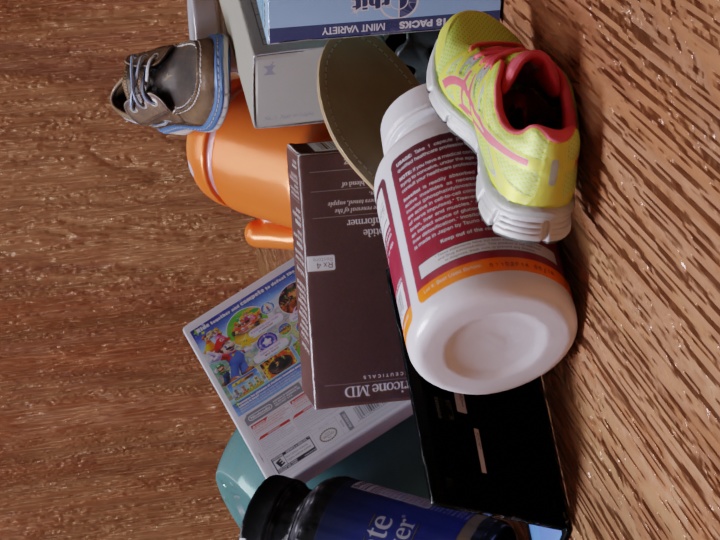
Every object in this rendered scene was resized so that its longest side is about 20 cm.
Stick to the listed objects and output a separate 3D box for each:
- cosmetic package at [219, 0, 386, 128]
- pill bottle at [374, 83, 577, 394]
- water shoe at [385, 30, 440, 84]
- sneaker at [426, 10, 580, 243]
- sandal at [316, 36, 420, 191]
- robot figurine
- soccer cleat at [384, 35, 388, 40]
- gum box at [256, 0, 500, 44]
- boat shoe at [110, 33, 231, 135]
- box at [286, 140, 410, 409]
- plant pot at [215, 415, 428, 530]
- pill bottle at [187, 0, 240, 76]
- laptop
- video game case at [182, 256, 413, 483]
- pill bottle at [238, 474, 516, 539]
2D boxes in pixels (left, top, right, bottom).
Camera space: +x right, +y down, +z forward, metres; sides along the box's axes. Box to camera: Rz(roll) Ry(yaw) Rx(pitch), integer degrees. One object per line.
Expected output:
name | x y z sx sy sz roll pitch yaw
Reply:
cosmetic package | -0.051 -0.203 1.583 0.073 0.103 0.201 94 166 -44
pill bottle | 0.071 -0.028 1.368 0.113 0.112 0.201 94 168 -50
water shoe | 0.045 -0.160 1.588 0.200 0.078 0.072 109 155 -72
sneaker | 0.099 -0.111 1.290 0.201 0.078 0.091 -111 25 -45
sandal | 0.031 -0.075 1.511 0.212 0.077 0.070 54 167 -1
robot figurine | -0.065 -0.095 1.729 0.199 0.117 0.144 19 153 36
soccer cleat | 0.041 -0.228 1.695 0.064 0.084 0.201 25 147 36
gum box | 0.001 -0.240 1.522 0.201 0.169 0.045 -105 12 -52
boat shoe | -0.155 -0.144 1.656 0.200 0.072 0.073 156 115 -69
box | 0.000 0.000 1.592 0.075 0.099 0.202 -130 35 -76
plant pot | -0.026 0.179 1.765 0.201 0.161 0.201 48 161 22
pill bottle | -0.049 -0.217 1.798 0.112 0.198 0.113 175 90 -82
laptop | 0.077 0.115 1.444 0.103 0.199 0.178 -36 53 37
video game case | -0.050 0.079 1.716 0.200 0.143 0.018 56 177 40
pill bottle | 0.012 0.222 1.582 0.112 0.199 0.113 12 -90 -67
